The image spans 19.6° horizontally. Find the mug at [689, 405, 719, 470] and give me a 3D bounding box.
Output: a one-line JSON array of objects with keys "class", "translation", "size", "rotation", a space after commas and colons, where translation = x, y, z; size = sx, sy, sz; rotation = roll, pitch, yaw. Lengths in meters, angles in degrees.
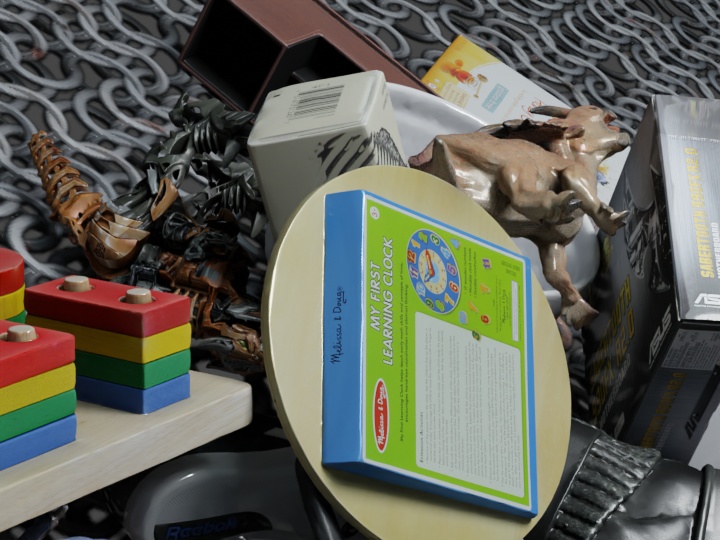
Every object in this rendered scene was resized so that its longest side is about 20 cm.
[{"class": "mug", "translation": [0.237, 0.030, 1.354], "size": [0.186, 0.153, 0.149], "rotation": [33, 30, 3]}]

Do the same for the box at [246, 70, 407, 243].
[{"class": "box", "translation": [0.000, 0.000, 1.134], "size": [0.068, 0.200, 0.082], "rotation": [-10, 26, 13]}]

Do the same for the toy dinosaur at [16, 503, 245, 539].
[{"class": "toy dinosaur", "translation": [-0.101, 0.142, 0.941], "size": [0.200, 0.105, 0.181], "rotation": [33, 6, 27]}]

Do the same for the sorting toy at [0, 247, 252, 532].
[{"class": "sorting toy", "translation": [-0.184, 0.042, 0.927], "size": [0.199, 0.070, 0.200], "rotation": [10, 17, 32]}]

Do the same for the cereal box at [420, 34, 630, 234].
[{"class": "cereal box", "translation": [0.130, -0.086, 1.542], "size": [0.200, 0.040, 0.144], "rotation": [33, 29, 1]}]

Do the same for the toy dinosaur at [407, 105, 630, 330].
[{"class": "toy dinosaur", "translation": [0.077, -0.050, 1.164], "size": [0.200, 0.086, 0.136], "rotation": [12, 34, -45]}]

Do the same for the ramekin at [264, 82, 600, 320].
[{"class": "ramekin", "translation": [0.036, -0.015, 1.280], "size": [0.200, 0.105, 0.200], "rotation": [24, 31, -15]}]

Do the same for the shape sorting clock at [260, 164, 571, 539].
[{"class": "shape sorting clock", "translation": [0.030, 0.045, 1.022], "size": [0.200, 0.039, 0.200], "rotation": [20, 61, -41]}]

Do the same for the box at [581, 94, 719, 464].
[{"class": "box", "translation": [0.175, 0.020, 1.223], "size": [0.048, 0.200, 0.159], "rotation": [3, 55, -7]}]

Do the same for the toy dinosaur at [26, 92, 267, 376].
[{"class": "toy dinosaur", "translation": [-0.110, -0.025, 1.165], "size": [0.200, 0.102, 0.136], "rotation": [41, 73, 5]}]

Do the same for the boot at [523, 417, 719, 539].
[{"class": "boot", "translation": [0.103, 0.164, 1.091], "size": [0.158, 0.079, 0.211], "rotation": [19, 48, 3]}]

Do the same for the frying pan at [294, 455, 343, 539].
[{"class": "frying pan", "translation": [0.001, 0.187, 0.939], "size": [0.190, 0.031, 0.115], "rotation": [60, 13, -10]}]

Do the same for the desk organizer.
[{"class": "desk organizer", "translation": [-0.021, -0.116, 1.415], "size": [0.200, 0.072, 0.077], "rotation": [40, 33, 14]}]

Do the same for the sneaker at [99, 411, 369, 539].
[{"class": "sneaker", "translation": [-0.060, 0.087, 1.070], "size": [0.200, 0.073, 0.112], "rotation": [7, 29, -47]}]
